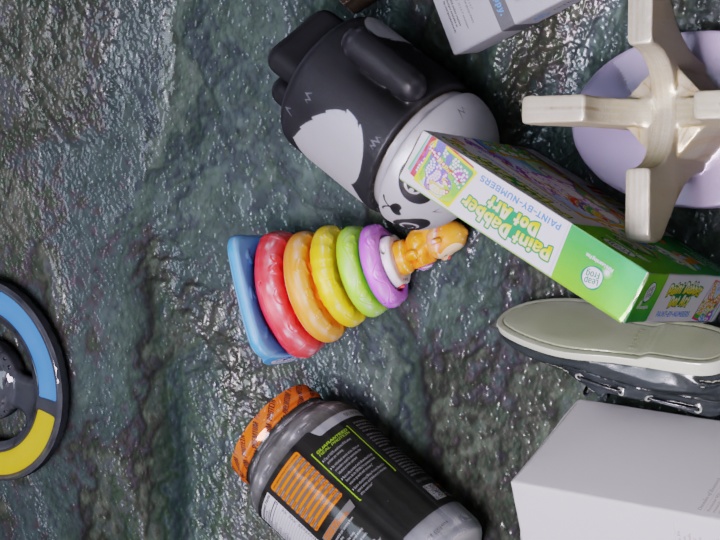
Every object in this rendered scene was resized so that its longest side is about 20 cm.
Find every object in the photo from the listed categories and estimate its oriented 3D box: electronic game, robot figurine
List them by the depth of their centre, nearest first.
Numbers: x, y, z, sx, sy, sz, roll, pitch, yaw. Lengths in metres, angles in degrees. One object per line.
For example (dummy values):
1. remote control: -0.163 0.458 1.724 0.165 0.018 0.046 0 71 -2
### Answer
1. robot figurine: 0.016 -0.118 1.514 0.200 0.150 0.125 39 106 23
2. electronic game: -0.360 0.105 1.874 0.198 0.041 0.202 8 104 34

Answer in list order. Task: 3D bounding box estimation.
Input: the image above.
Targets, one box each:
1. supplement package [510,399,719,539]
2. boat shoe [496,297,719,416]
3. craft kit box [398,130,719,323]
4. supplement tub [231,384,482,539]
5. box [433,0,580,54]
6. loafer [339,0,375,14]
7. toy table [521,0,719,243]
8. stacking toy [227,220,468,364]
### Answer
1. supplement package: 0.230 0.186 1.411 0.198 0.120 0.122 7 123 34
2. boat shoe: 0.195 0.070 1.462 0.198 0.075 0.067 6 124 30
3. craft kit box: 0.153 -0.030 1.390 0.199 0.197 0.049 34 107 24
4. supplement tub: -0.006 0.193 1.593 0.200 0.122 0.123 41 120 22
5. box: 0.129 -0.274 1.457 0.199 0.041 0.157 -23 86 35
6. loafer: -0.050 -0.284 1.559 0.200 0.073 0.072 48 120 18
7. toy table: 0.223 -0.112 1.363 0.198 0.117 0.186 -13 82 32
8. stacking toy: 0.000 0.000 1.578 0.198 0.116 0.111 -18 84 22
